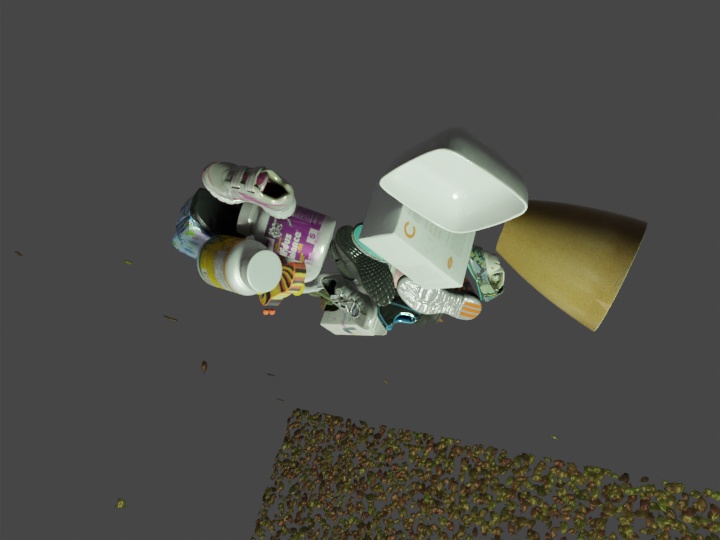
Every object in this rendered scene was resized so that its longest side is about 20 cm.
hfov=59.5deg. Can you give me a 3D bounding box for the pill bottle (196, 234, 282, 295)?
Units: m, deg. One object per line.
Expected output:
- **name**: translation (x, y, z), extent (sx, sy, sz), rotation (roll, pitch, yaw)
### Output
- **pill bottle**: translation (-0.250, -0.011, 1.311), extent (0.112, 0.115, 0.198), rotation (35, 164, -38)

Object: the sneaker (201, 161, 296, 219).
- **sneaker**: translation (-0.214, -0.174, 1.246), extent (0.195, 0.083, 0.088), rotation (15, 158, -13)

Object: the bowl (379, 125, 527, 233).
- **bowl**: translation (0.151, -0.147, 1.001), extent (0.197, 0.076, 0.199), rotation (29, 155, -24)

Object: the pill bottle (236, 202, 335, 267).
- **pill bottle**: translation (-0.159, -0.089, 1.344), extent (0.195, 0.115, 0.113), rotation (19, 159, -1)

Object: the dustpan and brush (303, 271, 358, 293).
- **dustpan and brush**: translation (-0.089, 0.035, 1.566), extent (0.197, 0.059, 0.138), rotation (8, 169, -37)

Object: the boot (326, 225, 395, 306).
- **boot**: translation (0.000, 0.000, 1.411), extent (0.203, 0.069, 0.132), rotation (59, 159, 7)

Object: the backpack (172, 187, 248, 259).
- **backpack**: translation (-0.356, -0.103, 1.465), extent (0.161, 0.157, 0.198), rotation (24, 171, -34)

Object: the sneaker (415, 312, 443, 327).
- **sneaker**: translation (0.154, 0.086, 1.568), extent (0.090, 0.077, 0.200), rotation (30, 154, -9)

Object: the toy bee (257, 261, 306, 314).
- **toy bee**: translation (-0.186, 0.043, 1.416), extent (0.128, 0.112, 0.199), rotation (0, 175, -21)

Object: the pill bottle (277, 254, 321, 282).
- **pill bottle**: translation (-0.187, -0.016, 1.546), extent (0.108, 0.112, 0.198), rotation (31, 155, -30)

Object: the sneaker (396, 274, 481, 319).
- **sneaker**: translation (0.162, 0.039, 1.360), extent (0.196, 0.113, 0.079), rotation (20, 117, -17)

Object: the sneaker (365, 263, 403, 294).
- **sneaker**: translation (0.080, 0.005, 1.446), extent (0.102, 0.076, 0.202), rotation (-13, 143, -24)

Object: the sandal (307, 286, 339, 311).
- **sandal**: translation (-0.079, 0.084, 1.660), extent (0.079, 0.059, 0.199), rotation (14, -176, -39)

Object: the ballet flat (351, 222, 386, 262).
- **ballet flat**: translation (0.075, -0.046, 1.307), extent (0.196, 0.076, 0.074), rotation (23, 159, -1)

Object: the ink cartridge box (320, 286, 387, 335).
- **ink cartridge box**: translation (-0.005, 0.106, 1.677), extent (0.197, 0.119, 0.067), rotation (-5, 147, 45)

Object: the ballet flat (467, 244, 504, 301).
- **ballet flat**: translation (0.258, -0.003, 1.291), extent (0.073, 0.076, 0.200), rotation (8, 158, 24)

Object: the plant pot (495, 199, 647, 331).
- **plant pot**: translation (0.327, -0.031, 1.024), extent (0.197, 0.189, 0.187), rotation (26, 161, 16)

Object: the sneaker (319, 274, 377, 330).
- **sneaker**: translation (-0.031, 0.073, 1.432), extent (0.080, 0.076, 0.200), rotation (6, -160, -34)

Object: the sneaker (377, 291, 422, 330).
- **sneaker**: translation (0.128, 0.080, 1.434), extent (0.195, 0.083, 0.074), rotation (-16, 149, -10)

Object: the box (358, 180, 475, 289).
- **box**: translation (0.108, -0.067, 1.158), extent (0.096, 0.127, 0.199), rotation (-6, 147, 47)
